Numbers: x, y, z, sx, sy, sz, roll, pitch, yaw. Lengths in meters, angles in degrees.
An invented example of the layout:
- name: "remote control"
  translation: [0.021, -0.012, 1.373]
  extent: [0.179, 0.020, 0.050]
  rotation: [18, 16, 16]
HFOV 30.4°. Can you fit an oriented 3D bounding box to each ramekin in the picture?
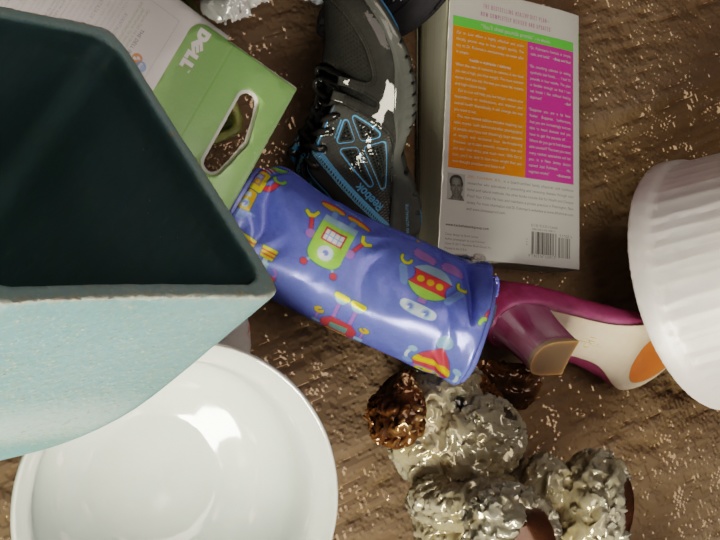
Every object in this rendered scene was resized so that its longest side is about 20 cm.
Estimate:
- name: "ramekin"
  translation: [0.301, 0.000, 1.020]
  extent: [0.200, 0.097, 0.202]
  rotation: [19, 64, -43]

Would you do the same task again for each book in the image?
- name: "book"
  translation: [0.109, -0.104, 1.005]
  extent: [0.132, 0.048, 0.202]
  rotation: [6, 82, -28]

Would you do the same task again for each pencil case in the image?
- name: "pencil case"
  translation: [0.000, 0.000, 0.876]
  extent: [0.199, 0.078, 0.087]
  rotation: [24, 80, -1]

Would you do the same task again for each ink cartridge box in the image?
- name: "ink cartridge box"
  translation: [-0.150, -0.124, 0.815]
  extent: [0.199, 0.059, 0.104]
  rotation: [34, 70, -19]

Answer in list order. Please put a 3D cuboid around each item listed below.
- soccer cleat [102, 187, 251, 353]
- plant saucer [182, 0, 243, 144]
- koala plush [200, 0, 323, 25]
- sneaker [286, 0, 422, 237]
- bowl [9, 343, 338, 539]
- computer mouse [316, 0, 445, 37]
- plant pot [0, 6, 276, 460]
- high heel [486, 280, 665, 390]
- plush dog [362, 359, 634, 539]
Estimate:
- name: "soccer cleat"
  translation: [-0.103, 0.021, 0.816]
  extent: [0.068, 0.085, 0.201]
  rotation: [-36, 142, -16]
- name: "plant saucer"
  translation: [-0.202, -0.146, 0.853]
  extent: [0.199, 0.048, 0.202]
  rotation: [-25, 95, -27]
- name: "koala plush"
  translation: [-0.064, -0.259, 0.849]
  extent: [0.199, 0.183, 0.178]
  rotation: [-33, 97, -34]
- name: "sneaker"
  translation: [-0.008, -0.098, 0.899]
  extent: [0.081, 0.073, 0.202]
  rotation: [-16, 117, -17]
- name: "bowl"
  translation: [-0.121, 0.139, 0.822]
  extent: [0.199, 0.090, 0.203]
  rotation: [-1, 94, -22]
- name: "computer mouse"
  translation: [0.052, -0.214, 0.901]
  extent: [0.199, 0.140, 0.046]
  rotation: [-35, 84, 8]
- name: "plant pot"
  translation: [-0.205, 0.001, 0.681]
  extent: [0.195, 0.200, 0.197]
  rotation: [-1, 51, -54]
- name: "high heel"
  translation: [0.166, 0.041, 1.019]
  extent: [0.199, 0.096, 0.068]
  rotation: [-2, 126, -39]
- name: "plush dog"
  translation: [0.076, 0.140, 0.923]
  extent: [0.199, 0.160, 0.173]
  rotation: [-3, 68, -54]
